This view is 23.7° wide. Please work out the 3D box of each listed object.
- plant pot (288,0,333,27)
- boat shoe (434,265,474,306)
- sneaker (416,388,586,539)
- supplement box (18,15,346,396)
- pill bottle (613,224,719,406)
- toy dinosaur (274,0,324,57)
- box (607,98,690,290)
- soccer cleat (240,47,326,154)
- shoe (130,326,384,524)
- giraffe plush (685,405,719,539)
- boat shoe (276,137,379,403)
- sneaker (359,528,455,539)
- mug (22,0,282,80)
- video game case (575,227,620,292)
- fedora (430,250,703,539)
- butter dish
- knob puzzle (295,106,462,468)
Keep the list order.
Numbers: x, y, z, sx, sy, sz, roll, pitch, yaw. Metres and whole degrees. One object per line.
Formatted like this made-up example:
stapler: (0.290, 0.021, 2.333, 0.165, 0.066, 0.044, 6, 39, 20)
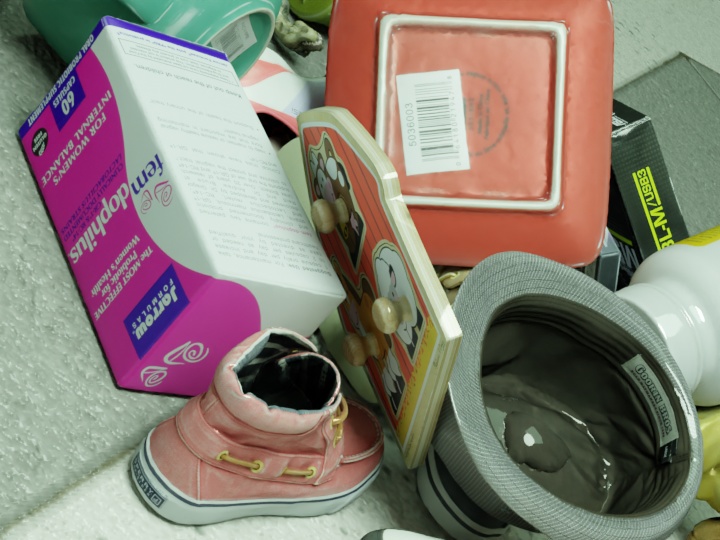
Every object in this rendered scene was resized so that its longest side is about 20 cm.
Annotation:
plant pot: (0.038, -0.265, 1.447, 0.192, 0.201, 0.201, 3, 46, -35)
boat shoe: (0.075, 0.023, 1.203, 0.069, 0.074, 0.200, 37, 24, 10)
sneaker: (0.102, 0.103, 1.109, 0.078, 0.079, 0.200, 46, 28, 3)
supplement box: (-0.106, -0.035, 0.993, 0.103, 0.101, 0.201, 11, 41, -46)
pill bottle: (0.250, 0.026, 1.166, 0.199, 0.112, 0.112, -19, 63, -33)
toy dinosaur: (-0.095, -0.244, 1.370, 0.088, 0.047, 0.201, 32, 25, -52)
box: (0.198, -0.041, 1.311, 0.200, 0.047, 0.194, -126, -164, -71)
soccer cleat: (-0.039, -0.107, 1.244, 0.199, 0.068, 0.074, 15, 58, -45)
shoe: (-0.030, 0.083, 0.939, 0.199, 0.091, 0.072, -1, 50, -55)
giraffe plush: (0.274, 0.158, 1.209, 0.173, 0.198, 0.163, -58, 135, -77)
boat shoe: (-0.002, 0.002, 1.119, 0.063, 0.074, 0.202, 12, 44, -52)
sneaker: (0.081, 0.179, 0.973, 0.199, 0.080, 0.074, 22, 36, -32)
mug: (-0.132, -0.169, 1.094, 0.114, 0.152, 0.185, 46, 39, 13)
video game case: (0.147, -0.023, 1.291, 0.019, 0.144, 0.201, -9, 43, -10)
fedora: (0.107, 0.090, 1.019, 0.199, 0.090, 0.178, 22, 55, -26)
butter dish: (0.072, -0.099, 1.225, 0.198, 0.202, 0.148, 2, -4, -2)
knob puzzle: (-0.005, -0.005, 0.983, 0.030, 0.220, 0.220, -17, 55, -14)
